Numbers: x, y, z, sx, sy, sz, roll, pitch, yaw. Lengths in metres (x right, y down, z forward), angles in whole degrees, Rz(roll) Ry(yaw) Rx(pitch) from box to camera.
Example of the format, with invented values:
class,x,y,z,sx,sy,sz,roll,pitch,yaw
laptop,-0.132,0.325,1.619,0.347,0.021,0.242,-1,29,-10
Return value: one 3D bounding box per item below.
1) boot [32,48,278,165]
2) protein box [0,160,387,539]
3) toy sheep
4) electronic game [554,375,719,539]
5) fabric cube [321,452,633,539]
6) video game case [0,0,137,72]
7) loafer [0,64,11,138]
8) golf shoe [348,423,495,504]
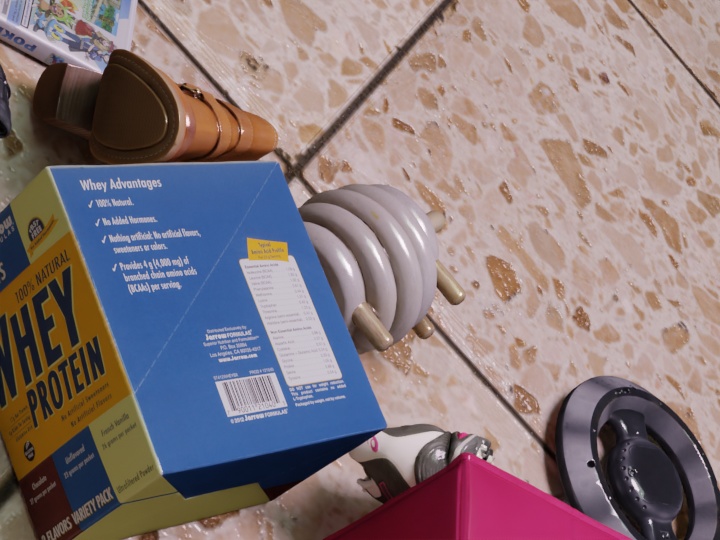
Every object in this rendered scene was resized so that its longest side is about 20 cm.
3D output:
class,x,y,z,sx,sy,sz,roll,pitch,yaw
boot,-0.122,-0.096,1.140,0.155,0.200,0.077,14,87,-36
protein box,-0.124,0.049,1.053,0.198,0.135,0.201,-6,67,-47
toy sheep,0.000,0.000,1.223,0.200,0.138,0.138,-27,83,-47
electronic game,0.241,0.183,1.402,0.199,0.042,0.201,25,47,-30
fabric cube,0.072,0.271,1.042,0.199,0.196,0.200,29,45,-27
video game case,-0.248,-0.246,1.238,0.182,0.022,0.201,27,45,-29
loafer,-0.308,-0.119,1.044,0.200,0.068,0.071,2,52,-49
golf shoe,0.047,0.145,1.160,0.088,0.200,0.078,17,72,12
